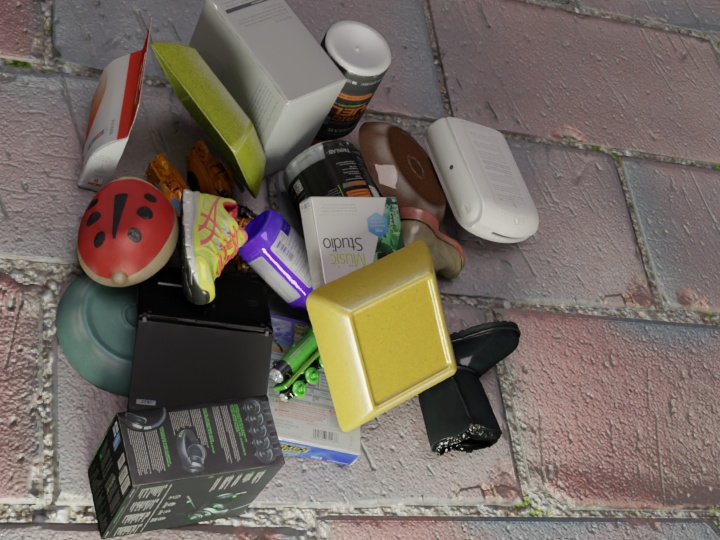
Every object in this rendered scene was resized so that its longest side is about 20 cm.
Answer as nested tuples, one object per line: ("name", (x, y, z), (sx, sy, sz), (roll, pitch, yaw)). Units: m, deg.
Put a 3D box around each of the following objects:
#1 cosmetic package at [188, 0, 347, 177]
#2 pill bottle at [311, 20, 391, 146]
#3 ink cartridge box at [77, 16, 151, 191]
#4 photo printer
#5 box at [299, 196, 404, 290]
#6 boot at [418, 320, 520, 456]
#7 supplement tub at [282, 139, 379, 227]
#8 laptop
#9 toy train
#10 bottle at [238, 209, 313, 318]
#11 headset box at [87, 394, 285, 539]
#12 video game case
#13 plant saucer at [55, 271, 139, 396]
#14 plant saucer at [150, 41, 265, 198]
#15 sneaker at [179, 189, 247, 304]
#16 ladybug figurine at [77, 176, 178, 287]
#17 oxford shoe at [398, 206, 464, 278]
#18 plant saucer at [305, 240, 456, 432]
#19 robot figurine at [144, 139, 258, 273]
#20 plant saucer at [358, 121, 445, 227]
("cosmetic package", (-0.150, -0.272, 1.775), (0.122, 0.200, 0.201), (-26, 73, -36))
("pill bottle", (-0.036, -0.271, 1.829), (0.105, 0.200, 0.107), (11, 55, -17))
("ink cartridge box", (-0.335, -0.227, 1.654), (0.050, 0.200, 0.163), (12, 55, -16))
("photo printer", (0.195, -0.135, 1.913), (0.166, 0.069, 0.201), (7, 54, -48))
("box", (0.000, 0.000, 1.638), (0.143, 0.036, 0.202), (-2, 78, -34))
("boot", (0.163, 0.169, 1.718), (0.198, 0.077, 0.169), (-10, 61, -23))
("supplement tub", (-0.024, -0.077, 1.759), (0.122, 0.123, 0.201), (-11, 65, -31))
("laptop", (-0.210, 0.093, 1.577), (0.176, 0.104, 0.201), (8, 31, -17))
("toy train", (-0.052, 0.098, 1.617), (0.200, 0.042, 0.057), (-45, 108, -38))
("bottle", (-0.082, 0.009, 1.678), (0.200, 0.065, 0.084), (46, 36, -22))
("headset box", (-0.202, 0.231, 1.438), (0.198, 0.174, 0.093), (-4, 62, -27))
("video game case", (-0.095, 0.154, 1.624), (0.198, 0.046, 0.183), (14, 55, -17))
("plant saucer", (-0.295, 0.067, 1.590), (0.198, 0.036, 0.201), (13, 54, -18))
("plant saucer", (-0.197, -0.215, 1.673), (0.048, 0.200, 0.200), (-36, 76, -6))
("sneaker", (-0.191, -0.036, 1.588), (0.089, 0.079, 0.201), (2, 45, -10))
("ladybug figurine", (-0.310, -0.057, 1.604), (0.134, 0.072, 0.201), (-8, 40, -2))
("oxford shoe", (0.096, -0.021, 1.774), (0.200, 0.070, 0.075), (40, 57, -55))
("plant saucer", (0.042, 0.089, 1.589), (0.199, 0.048, 0.202), (-25, 111, -28))
("robot figurine", (-0.211, -0.083, 1.713), (0.144, 0.058, 0.201), (-26, 73, -35))
("plant saucer", (0.073, -0.149, 1.848), (0.200, 0.037, 0.201), (42, 30, -30))
